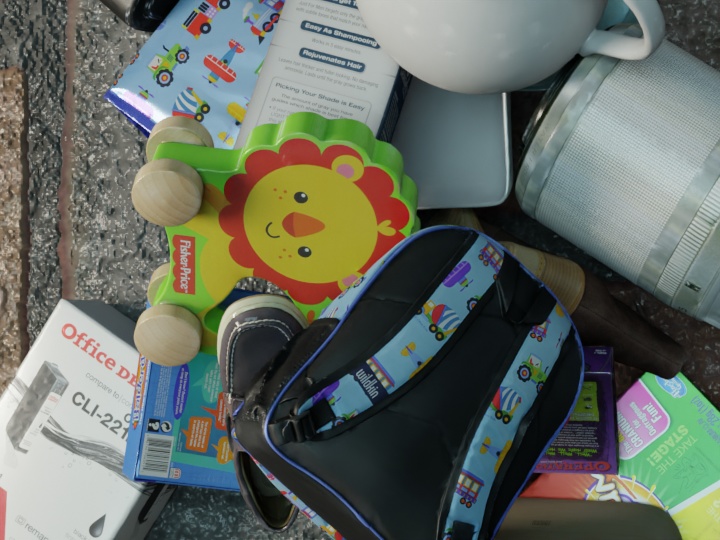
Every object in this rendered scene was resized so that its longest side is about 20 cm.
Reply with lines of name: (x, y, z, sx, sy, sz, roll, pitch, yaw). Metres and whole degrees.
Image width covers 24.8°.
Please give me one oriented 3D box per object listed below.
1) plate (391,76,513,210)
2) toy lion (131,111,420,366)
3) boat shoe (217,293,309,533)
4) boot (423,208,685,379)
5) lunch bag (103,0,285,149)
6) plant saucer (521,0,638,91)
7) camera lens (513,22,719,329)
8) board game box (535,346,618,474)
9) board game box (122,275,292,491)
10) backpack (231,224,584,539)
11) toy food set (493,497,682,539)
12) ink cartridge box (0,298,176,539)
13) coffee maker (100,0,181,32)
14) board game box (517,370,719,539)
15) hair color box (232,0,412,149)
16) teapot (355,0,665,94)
plate: (0.050, -0.144, 1.250, 0.199, 0.032, 0.202, -3, 86, 49)
toy lion: (-0.056, -0.019, 1.113, 0.190, 0.069, 0.201, 8, 129, 2)
boat shoe: (-0.060, 0.104, 1.143, 0.071, 0.201, 0.065, -5, 43, -6)
boot: (0.134, 0.024, 1.227, 0.166, 0.200, 0.073, 31, 87, -22)
lunch bag: (-0.070, -0.127, 1.254, 0.199, 0.094, 0.151, 36, 86, 28)
plant saucer: (0.137, -0.238, 1.277, 0.198, 0.027, 0.202, -1, 87, 15)
camera lens: (0.222, -0.070, 1.177, 0.199, 0.160, 0.161, 33, 95, 13)
board game box: (0.084, 0.101, 1.178, 0.198, 0.121, 0.032, 0, 44, 11)
board game box: (-0.072, 0.093, 1.249, 0.198, 0.045, 0.154, 10, 88, -20)
backpack: (0.037, 0.078, 1.060, 0.182, 0.134, 0.201, 41, 73, -11)
toy food set: (0.128, 0.207, 1.152, 0.198, 0.143, 0.061, 1, 96, 13)
ink cartridge box: (-0.220, 0.143, 1.314, 0.144, 0.084, 0.201, 33, 93, 13)
coffee maker: (-0.212, -0.281, 1.280, 0.199, 0.192, 0.135, 38, 133, 17)
board game box: (0.211, 0.186, 1.227, 0.200, 0.040, 0.153, -46, 78, 7)
hair color box: (-0.020, -0.128, 1.181, 0.099, 0.061, 0.202, 16, 77, 11)
teapot: (0.086, -0.220, 1.092, 0.198, 0.146, 0.199, -8, 76, -3)
